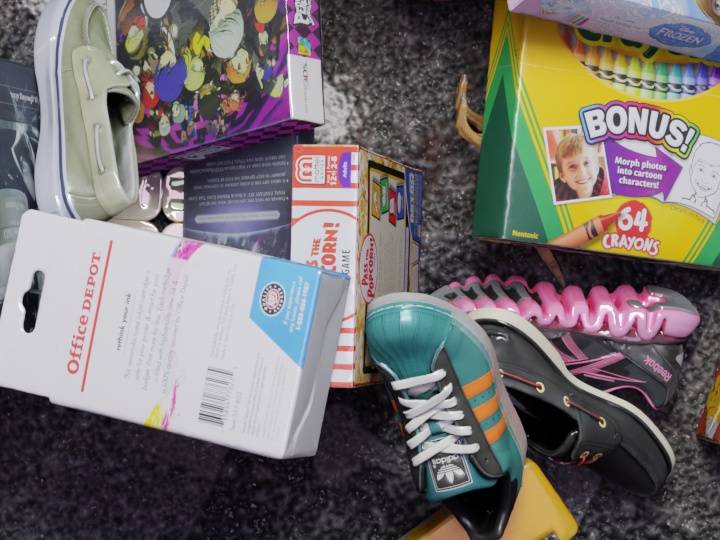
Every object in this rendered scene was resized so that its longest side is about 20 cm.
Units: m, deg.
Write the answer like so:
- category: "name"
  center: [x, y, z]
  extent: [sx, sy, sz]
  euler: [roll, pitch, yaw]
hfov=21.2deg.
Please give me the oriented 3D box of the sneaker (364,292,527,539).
- category: "sneaker"
  center: [0.058, 0.097, 1.224]
  extent: [0.071, 0.200, 0.080]
  euler: [-13, 45, 21]

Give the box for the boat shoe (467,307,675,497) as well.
- category: "boat shoe"
  center: [0.139, 0.106, 1.327]
  extent: [0.201, 0.073, 0.063]
  euler: [38, 53, -27]

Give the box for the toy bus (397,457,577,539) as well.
- category: "toy bus"
  center: [0.053, 0.212, 1.344]
  extent: [0.199, 0.078, 0.065]
  euler: [-36, 89, -3]

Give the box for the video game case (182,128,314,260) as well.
- category: "video game case"
  center: [-0.079, -0.033, 1.307]
  extent: [0.019, 0.142, 0.202]
  euler: [1, 89, -37]

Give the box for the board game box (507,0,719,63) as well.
- category: "board game box"
  center: [0.174, -0.248, 1.298]
  extent: [0.197, 0.043, 0.202]
  euler: [8, 60, -30]

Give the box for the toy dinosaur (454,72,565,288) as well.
- category: "toy dinosaur"
  center: [0.117, -0.097, 1.365]
  extent: [0.105, 0.060, 0.202]
  euler: [11, 88, -4]

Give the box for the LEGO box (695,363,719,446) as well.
- category: "LEGO box"
  center: [0.360, 0.084, 1.362]
  extent: [0.198, 0.077, 0.150]
  euler: [21, 88, -2]

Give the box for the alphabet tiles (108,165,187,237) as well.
- category: "alphabet tiles"
  center: [-0.141, -0.055, 1.375]
  extent: [0.194, 0.015, 0.202]
  euler: [4, 89, -2]

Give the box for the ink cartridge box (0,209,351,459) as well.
- category: "ink cartridge box"
  center: [-0.117, 0.037, 1.179]
  extent: [0.198, 0.068, 0.116]
  euler: [12, 91, 16]

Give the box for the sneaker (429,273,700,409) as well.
- category: "sneaker"
  center: [0.138, 0.058, 1.362]
  extent: [0.198, 0.079, 0.096]
  euler: [5, 109, 2]

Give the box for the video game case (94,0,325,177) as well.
- category: "video game case"
  center: [-0.107, -0.168, 1.291]
  extent: [0.036, 0.199, 0.183]
  euler: [6, 78, -46]

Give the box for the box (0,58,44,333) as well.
- category: "box"
  center: [-0.270, -0.035, 1.265]
  extent: [0.123, 0.200, 0.199]
  euler: [-3, 89, 16]

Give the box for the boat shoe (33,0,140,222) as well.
- category: "boat shoe"
  center: [-0.175, -0.107, 1.272]
  extent: [0.062, 0.072, 0.201]
  euler: [-16, 55, 14]

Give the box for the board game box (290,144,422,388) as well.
- category: "board game box"
  center: [0.000, 0.000, 1.285]
  extent: [0.046, 0.200, 0.153]
  euler: [1, 88, 13]

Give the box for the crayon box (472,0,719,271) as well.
- category: "crayon box"
  center: [0.185, -0.096, 1.340]
  extent: [0.198, 0.058, 0.174]
  euler: [7, 89, -21]
